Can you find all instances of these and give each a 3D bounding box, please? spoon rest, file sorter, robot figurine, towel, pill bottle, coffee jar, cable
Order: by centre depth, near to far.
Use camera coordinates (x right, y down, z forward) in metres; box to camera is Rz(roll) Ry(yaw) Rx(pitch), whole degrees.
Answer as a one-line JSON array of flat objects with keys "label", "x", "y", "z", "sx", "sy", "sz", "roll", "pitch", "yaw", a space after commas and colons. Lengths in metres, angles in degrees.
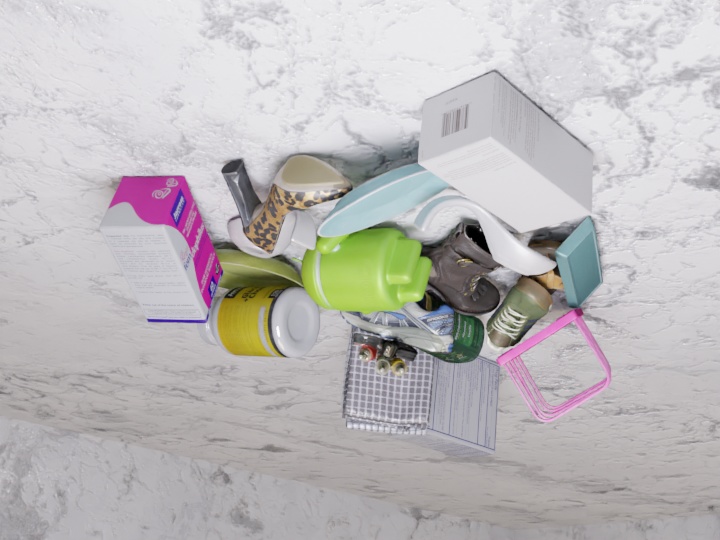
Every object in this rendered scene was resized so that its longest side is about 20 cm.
[{"label": "spoon rest", "x": 0.171, "y": -0.048, "z": 1.197, "sx": 0.197, "sy": 0.061, "sz": 0.099, "roll": 20, "pitch": -170, "yaw": -18}, {"label": "robot figurine", "x": 0.000, "y": 0.000, "z": 1.319, "sx": 0.197, "sy": 0.117, "sz": 0.176, "roll": -2, "pitch": 145, "yaw": 30}, {"label": "spoon rest", "x": -0.124, "y": -0.057, "z": 1.332, "sx": 0.098, "sy": 0.062, "sz": 0.199, "roll": 23, "pitch": 166, "yaw": -31}, {"label": "file sorter", "x": 0.314, "y": 0.150, "z": 1.435, "sx": 0.138, "sy": 0.127, "sz": 0.200, "roll": -33, "pitch": 170, "yaw": 13}, {"label": "cable", "x": 0.037, "y": 0.132, "z": 1.438, "sx": 0.096, "sy": 0.051, "sz": 0.200, "roll": 21, "pitch": 179, "yaw": 10}, {"label": "pill bottle", "x": -0.170, "y": 0.083, "z": 1.485, "sx": 0.197, "sy": 0.114, "sz": 0.112, "roll": -2, "pitch": 157, "yaw": 37}, {"label": "coffee jar", "x": 0.114, "y": 0.091, "z": 1.551, "sx": 0.198, "sy": 0.087, "sz": 0.103, "roll": 26, "pitch": 158, "yaw": -39}, {"label": "towel", "x": 0.053, "y": 0.190, "z": 1.654, "sx": 0.162, "sy": 0.203, "sz": 0.086, "roll": 8, "pitch": 157, "yaw": -7}]

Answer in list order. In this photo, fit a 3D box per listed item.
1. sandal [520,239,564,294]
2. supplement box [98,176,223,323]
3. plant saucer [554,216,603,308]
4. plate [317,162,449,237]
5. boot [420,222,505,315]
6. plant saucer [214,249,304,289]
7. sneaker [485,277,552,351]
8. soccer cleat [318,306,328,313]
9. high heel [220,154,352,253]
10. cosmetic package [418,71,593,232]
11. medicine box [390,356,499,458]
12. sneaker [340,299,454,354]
[{"label": "sandal", "x": 0.275, "y": 0.008, "z": 1.352, "sx": 0.080, "sy": 0.056, "sz": 0.201, "roll": 7, "pitch": 157, "yaw": 0}, {"label": "supplement box", "x": -0.278, "y": -0.027, "z": 1.300, "sx": 0.101, "sy": 0.102, "sz": 0.202, "roll": 0, "pitch": 139, "yaw": 14}, {"label": "plant saucer", "x": 0.316, "y": -0.004, "z": 1.301, "sx": 0.019, "sy": 0.070, "sz": 0.200, "roll": 41, "pitch": 174, "yaw": 29}, {"label": "plate", "x": 0.033, "y": -0.094, "z": 1.135, "sx": 0.197, "sy": 0.026, "sz": 0.200, "roll": -24, "pitch": 172, "yaw": -4}, {"label": "boot", "x": 0.175, "y": 0.000, "z": 1.343, "sx": 0.198, "sy": 0.070, "sz": 0.173, "roll": 23, "pitch": 153, "yaw": -28}, {"label": "plant saucer", "x": -0.182, "y": 0.002, "z": 1.474, "sx": 0.196, "sy": 0.032, "sz": 0.200, "roll": 10, "pitch": 165, "yaw": 2}, {"label": "sneaker", "x": 0.234, "y": 0.079, "z": 1.391, "sx": 0.067, "sy": 0.090, "sz": 0.200, "roll": 35, "pitch": 169, "yaw": 7}, {"label": "soccer cleat", "x": -0.051, "y": 0.038, "z": 1.505, "sx": 0.076, "sy": 0.070, "sz": 0.200, "roll": 14, "pitch": 153, "yaw": -25}, {"label": "high heel", "x": -0.078, "y": -0.074, "z": 1.184, "sx": 0.197, "sy": 0.072, "sz": 0.144, "roll": 7, "pitch": 135, "yaw": 31}, {"label": "cosmetic package", "x": 0.168, "y": -0.125, "z": 1.032, "sx": 0.107, "sy": 0.086, "sz": 0.199, "roll": -14, "pitch": 150, "yaw": 41}, {"label": "medicine box", "x": 0.170, "y": 0.254, "z": 1.793, "sx": 0.198, "sy": 0.185, "sz": 0.102, "roll": 23, "pitch": 153, "yaw": -33}, {"label": "sneaker", "x": 0.062, "y": 0.068, "z": 1.428, "sx": 0.197, "sy": 0.087, "sz": 0.077, "roll": 14, "pitch": 177, "yaw": 26}]
